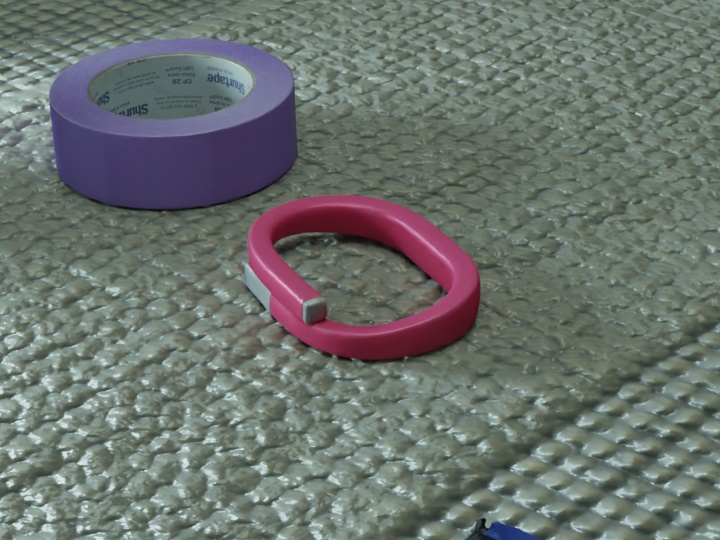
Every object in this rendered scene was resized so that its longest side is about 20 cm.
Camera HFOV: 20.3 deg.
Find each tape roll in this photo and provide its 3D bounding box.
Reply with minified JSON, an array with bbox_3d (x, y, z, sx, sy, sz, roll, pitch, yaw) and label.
[{"bbox_3d":[-0.152,-0.123,1.644,0.199,0.066,0.200,-1,28,1],"label":"tape roll"}]

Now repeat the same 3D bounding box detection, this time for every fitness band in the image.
[{"bbox_3d":[0.000,0.000,1.440,0.143,0.038,0.200,-15,32,-23],"label":"fitness band"}]

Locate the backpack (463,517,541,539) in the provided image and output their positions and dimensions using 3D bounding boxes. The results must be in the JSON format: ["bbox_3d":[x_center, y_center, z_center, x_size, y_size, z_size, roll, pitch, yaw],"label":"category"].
[{"bbox_3d":[0.060,0.231,0.882,0.167,0.163,0.200,19,33,27],"label":"backpack"}]
